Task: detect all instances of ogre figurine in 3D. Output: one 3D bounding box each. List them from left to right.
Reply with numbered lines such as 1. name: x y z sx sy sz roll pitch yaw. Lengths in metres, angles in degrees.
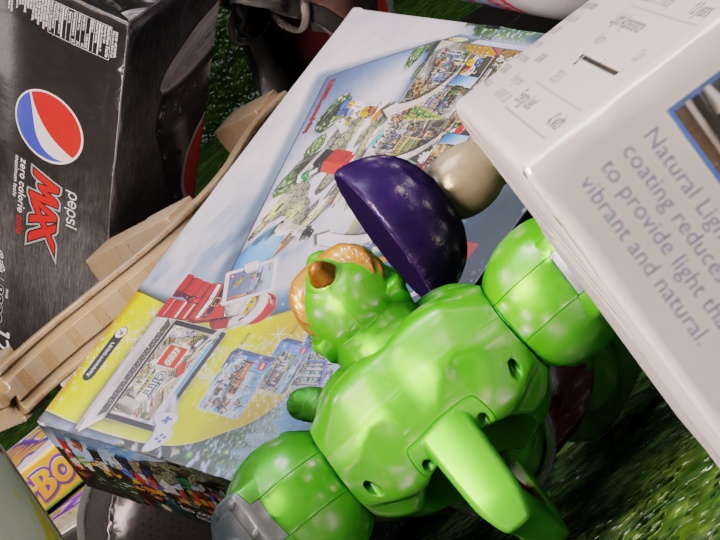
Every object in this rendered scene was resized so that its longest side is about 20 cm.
1. ogre figurine: 0.029 0.036 0.794 0.200 0.098 0.120 -22 -8 9

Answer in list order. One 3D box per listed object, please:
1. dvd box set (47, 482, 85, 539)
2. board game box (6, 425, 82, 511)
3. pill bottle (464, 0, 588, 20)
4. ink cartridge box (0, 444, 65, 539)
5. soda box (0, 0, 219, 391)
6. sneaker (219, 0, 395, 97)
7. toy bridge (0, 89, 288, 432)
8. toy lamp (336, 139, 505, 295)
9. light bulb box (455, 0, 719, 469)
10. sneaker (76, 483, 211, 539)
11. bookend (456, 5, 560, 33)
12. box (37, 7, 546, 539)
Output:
1. dvd box set: -0.107 0.095 1.291 0.146 0.029 0.200 -33 9 35
2. board game box: -0.125 0.074 1.290 0.200 0.030 0.096 -42 8 -2
3. pill bottle: 0.059 -0.152 1.062 0.109 0.109 0.200 -40 30 -19
4. ink cartridge box: -0.119 0.087 0.738 0.083 0.200 0.145 -33 7 -4
5. soda box: -0.108 -0.046 1.163 0.071 0.063 0.200 -42 -28 -44
6. sneaker: -0.030 -0.144 1.157 0.077 0.200 0.082 0 37 22
7. toy bridge: -0.079 -0.007 1.099 0.067 0.027 0.200 -24 18 49
8. toy lamp: 0.085 -0.071 0.890 0.200 0.058 0.058 -37 7 -6
9. light bulb box: 0.138 -0.041 0.588 0.200 0.125 0.198 -37 7 3
10. sneaker: -0.017 0.046 0.997 0.200 0.073 0.082 -39 9 -1
11. bookend: 0.022 -0.019 1.139 0.200 0.092 0.199 -27 15 51
12. box: 0.000 0.000 0.958 0.136 0.038 0.200 13 58 43
